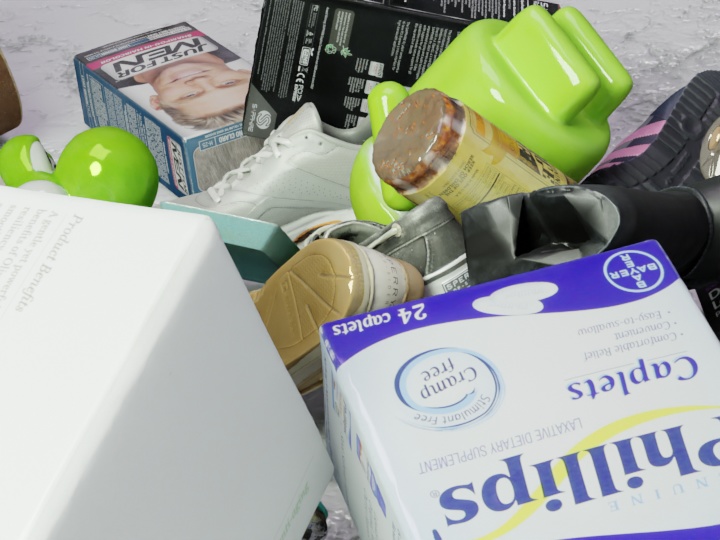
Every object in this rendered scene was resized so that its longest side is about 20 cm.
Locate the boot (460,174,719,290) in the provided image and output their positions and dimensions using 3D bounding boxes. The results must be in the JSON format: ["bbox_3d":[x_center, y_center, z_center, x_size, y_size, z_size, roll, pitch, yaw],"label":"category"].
[{"bbox_3d":[0.167,-0.030,1.171,0.164,0.066,0.200,-26,-19,30],"label":"boot"}]

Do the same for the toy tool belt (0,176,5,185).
[{"bbox_3d":[-0.232,0.003,1.381,0.200,0.123,0.125,32,31,34],"label":"toy tool belt"}]

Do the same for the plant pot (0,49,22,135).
[{"bbox_3d":[-0.380,-0.130,1.597,0.200,0.187,0.187,-36,37,-19],"label":"plant pot"}]

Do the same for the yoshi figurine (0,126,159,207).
[{"bbox_3d":[-0.142,-0.006,1.236,0.111,0.113,0.201,-6,56,-28],"label":"yoshi figurine"}]

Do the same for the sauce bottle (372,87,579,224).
[{"bbox_3d":[0.096,-0.033,1.280,0.066,0.200,0.066,-32,41,34],"label":"sauce bottle"}]

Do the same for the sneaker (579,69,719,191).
[{"bbox_3d":[0.177,-0.044,1.413,0.200,0.070,0.082,-41,-3,-28],"label":"sneaker"}]

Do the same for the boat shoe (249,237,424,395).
[{"bbox_3d":[-0.037,0.041,1.229,0.069,0.074,0.200,6,-22,-35],"label":"boat shoe"}]

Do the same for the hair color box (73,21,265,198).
[{"bbox_3d":[-0.123,-0.116,1.605,0.100,0.061,0.200,-21,31,-23],"label":"hair color box"}]

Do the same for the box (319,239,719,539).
[{"bbox_3d":[0.095,0.104,1.040,0.183,0.105,0.200,-14,47,-12],"label":"box"}]

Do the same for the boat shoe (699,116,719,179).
[{"bbox_3d":[0.305,-0.043,1.342,0.199,0.075,0.073,30,7,22],"label":"boat shoe"}]

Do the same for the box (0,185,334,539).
[{"bbox_3d":[-0.144,0.099,1.003,0.171,0.200,0.200,8,54,28],"label":"box"}]

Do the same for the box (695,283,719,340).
[{"bbox_3d":[0.264,0.017,1.221,0.143,0.036,0.200,-36,23,14],"label":"box"}]

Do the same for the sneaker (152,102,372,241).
[{"bbox_3d":[-0.055,-0.063,1.455,0.199,0.092,0.076,-13,28,-11],"label":"sneaker"}]

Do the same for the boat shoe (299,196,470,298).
[{"bbox_3d":[0.000,0.000,1.275,0.071,0.064,0.200,-34,8,-36],"label":"boat shoe"}]

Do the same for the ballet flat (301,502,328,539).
[{"bbox_3d":[-0.110,0.133,1.146,0.199,0.072,0.072,10,32,30],"label":"ballet flat"}]

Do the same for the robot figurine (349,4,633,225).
[{"bbox_3d":[0.074,-0.073,1.363,0.116,0.200,0.175,53,30,17],"label":"robot figurine"}]

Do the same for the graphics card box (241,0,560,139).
[{"bbox_3d":[0.027,-0.133,1.475,0.199,0.126,0.051,9,40,-4],"label":"graphics card box"}]

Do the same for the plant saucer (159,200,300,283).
[{"bbox_3d":[-0.070,-0.012,1.318,0.070,0.019,0.200,11,-7,7],"label":"plant saucer"}]
